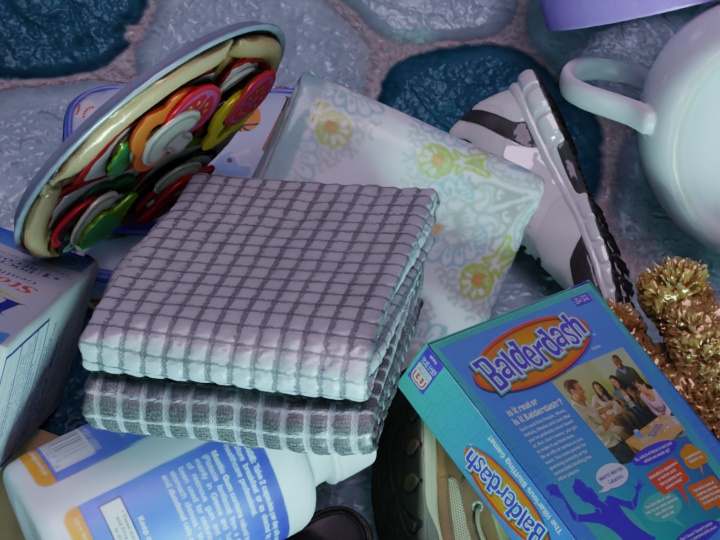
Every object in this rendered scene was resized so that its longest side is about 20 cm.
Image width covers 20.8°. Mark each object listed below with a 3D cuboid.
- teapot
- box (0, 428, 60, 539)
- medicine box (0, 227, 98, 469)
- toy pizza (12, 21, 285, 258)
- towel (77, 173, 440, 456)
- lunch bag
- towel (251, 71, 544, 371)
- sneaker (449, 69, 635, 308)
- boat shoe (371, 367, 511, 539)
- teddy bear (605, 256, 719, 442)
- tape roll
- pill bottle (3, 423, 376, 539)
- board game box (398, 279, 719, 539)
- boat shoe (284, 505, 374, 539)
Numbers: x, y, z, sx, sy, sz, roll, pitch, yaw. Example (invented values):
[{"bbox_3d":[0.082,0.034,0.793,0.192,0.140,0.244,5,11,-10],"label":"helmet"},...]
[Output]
[{"bbox_3d":[0.270,-0.110,1.347,0.197,0.200,0.146,-37,22,9],"label":"teapot"},{"bbox_3d":[-0.273,0.162,1.158,0.163,0.021,0.201,20,56,2],"label":"box"},{"bbox_3d":[-0.270,0.033,1.133,0.181,0.104,0.200,19,14,2],"label":"medicine box"},{"bbox_3d":[-0.116,-0.069,1.145,0.200,0.200,0.032,-35,80,-27],"label":"toy pizza"},{"bbox_3d":[-0.051,0.025,1.095,0.164,0.086,0.200,4,29,12],"label":"towel"},{"bbox_3d":[-0.097,-0.042,1.286,0.199,0.076,0.161,0,60,-8],"label":"lunch bag"},{"bbox_3d":[0.000,0.000,1.223,0.170,0.048,0.201,23,92,-10],"label":"towel"},{"bbox_3d":[0.124,-0.034,1.330,0.080,0.074,0.201,-25,67,9],"label":"sneaker"},{"bbox_3d":[0.054,0.158,1.177,0.073,0.076,0.201,2,78,-24],"label":"boat shoe"},{"bbox_3d":[0.215,0.088,1.229,0.144,0.067,0.201,-17,78,9],"label":"teddy bear"},{"bbox_3d":[0.221,-0.223,1.378,0.199,0.200,0.066,-16,100,-19],"label":"tape roll"},{"bbox_3d":[-0.095,0.120,1.136,0.199,0.112,0.112,-25,65,-17],"label":"pill bottle"},{"bbox_3d":[0.137,0.110,1.147,0.152,0.045,0.200,-18,63,-41],"label":"board game box"},{"bbox_3d":[-0.063,0.202,1.143,0.200,0.068,0.072,-35,70,-29],"label":"boat shoe"}]
